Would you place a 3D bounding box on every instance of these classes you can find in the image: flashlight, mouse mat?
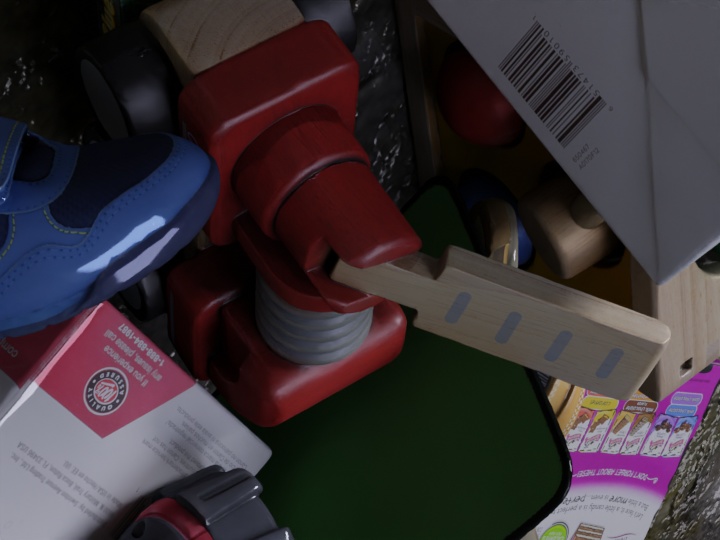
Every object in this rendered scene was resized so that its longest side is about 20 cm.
[{"bbox_3d":[-0.116,0.142,0.746,0.199,0.068,0.068,-26,106,-30],"label":"flashlight"},{"bbox_3d":[-0.004,0.078,0.827,0.007,0.162,0.200,18,129,-41],"label":"mouse mat"}]

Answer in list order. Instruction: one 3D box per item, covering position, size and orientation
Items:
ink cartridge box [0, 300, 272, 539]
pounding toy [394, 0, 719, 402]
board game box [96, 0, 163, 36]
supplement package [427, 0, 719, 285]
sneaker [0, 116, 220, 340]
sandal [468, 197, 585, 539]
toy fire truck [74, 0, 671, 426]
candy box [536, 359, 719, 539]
[{"bbox_3d":[-0.151,0.102,0.798,0.200,0.085,0.146,-51,141,-8],"label":"ink cartridge box"},{"bbox_3d":[0.104,-0.049,0.867,0.142,0.200,0.185,-33,136,-25],"label":"pounding toy"},{"bbox_3d":[-0.048,-0.129,0.731,0.104,0.024,0.201,-30,155,-21],"label":"board game box"},{"bbox_3d":[0.150,-0.127,0.701,0.199,0.152,0.151,-32,170,-40],"label":"supplement package"},{"bbox_3d":[-0.146,-0.023,0.667,0.198,0.074,0.083,-10,114,4],"label":"sneaker"},{"bbox_3d":[0.072,0.051,0.878,0.053,0.081,0.201,-9,126,0],"label":"sandal"},{"bbox_3d":[0.000,0.000,0.754,0.128,0.201,0.177,-27,154,-19],"label":"toy fire truck"},{"bbox_3d":[0.101,0.121,1.096,0.136,0.061,0.202,9,109,-49],"label":"candy box"}]
